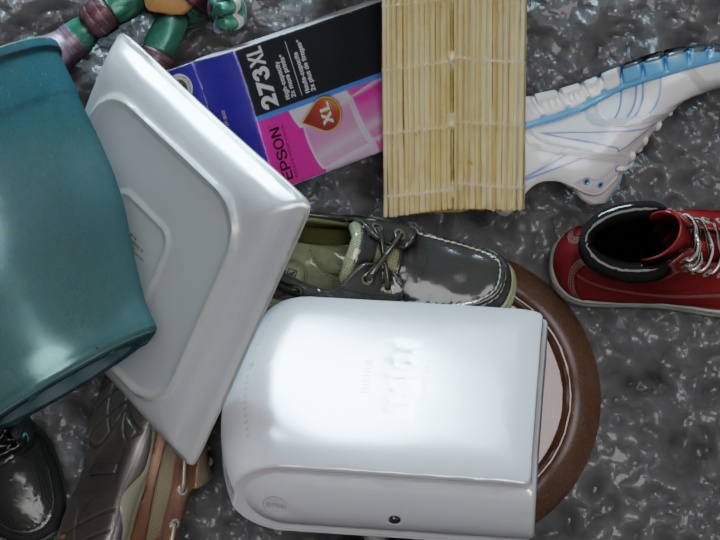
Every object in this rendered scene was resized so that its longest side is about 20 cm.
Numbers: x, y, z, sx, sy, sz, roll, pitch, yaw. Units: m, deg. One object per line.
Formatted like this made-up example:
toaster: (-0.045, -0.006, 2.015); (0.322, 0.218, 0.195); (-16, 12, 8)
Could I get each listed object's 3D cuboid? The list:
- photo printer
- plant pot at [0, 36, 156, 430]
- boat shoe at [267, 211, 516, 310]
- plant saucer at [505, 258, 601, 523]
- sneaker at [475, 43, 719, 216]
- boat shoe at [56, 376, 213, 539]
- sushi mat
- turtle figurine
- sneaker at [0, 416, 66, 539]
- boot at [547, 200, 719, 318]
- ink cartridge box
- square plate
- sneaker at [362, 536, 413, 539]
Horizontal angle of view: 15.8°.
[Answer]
photo printer: (0.014, 0.090, 1.609); (0.199, 0.070, 0.167); (4, 43, 6)
plant pot: (-0.223, -0.010, 1.569); (0.199, 0.200, 0.189); (-31, 87, -7)
boat shoe: (0.000, -0.001, 1.681); (0.200, 0.066, 0.072); (6, 65, 12)
plant saucer: (0.063, 0.084, 1.717); (0.199, 0.034, 0.202); (0, 85, -4)
sneaker: (0.167, -0.091, 1.731); (0.199, 0.075, 0.087); (-19, 92, 3)
boat shoe: (-0.134, 0.119, 1.688); (0.072, 0.076, 0.201); (31, 71, -34)
sushi mat: (0.061, -0.133, 1.677); (0.095, 0.012, 0.201); (-1, 104, -2)
turtle figurine: (-0.121, -0.193, 1.698); (0.150, 0.101, 0.200); (43, 99, 26)
sneaker: (-0.256, 0.090, 1.672); (0.075, 0.079, 0.201); (-31, 88, -7)
boot: (0.231, -0.013, 1.683); (0.199, 0.144, 0.073); (-3, 81, -8)
ink cartridge box: (-0.034, -0.110, 1.679); (0.199, 0.037, 0.095); (-22, 100, -32)
square plate: (-0.134, -0.013, 1.621); (0.200, 0.028, 0.199); (42, 119, 33)
sneaker: (0.060, 0.200, 1.656); (0.070, 0.093, 0.200); (-39, 101, 15)
